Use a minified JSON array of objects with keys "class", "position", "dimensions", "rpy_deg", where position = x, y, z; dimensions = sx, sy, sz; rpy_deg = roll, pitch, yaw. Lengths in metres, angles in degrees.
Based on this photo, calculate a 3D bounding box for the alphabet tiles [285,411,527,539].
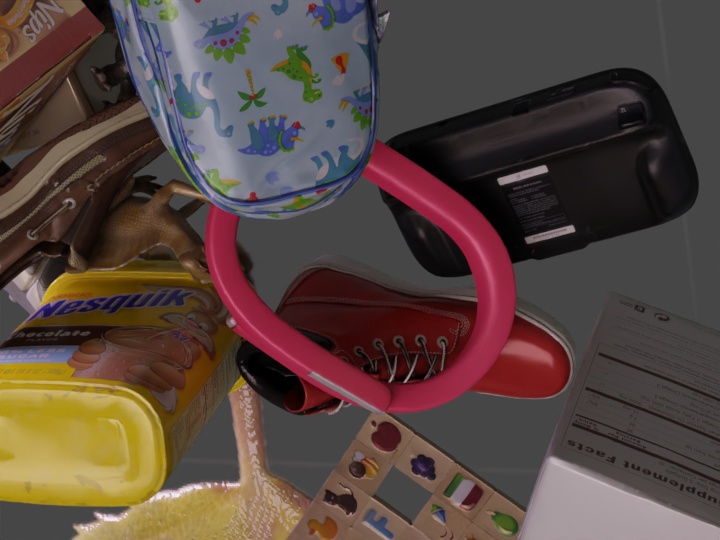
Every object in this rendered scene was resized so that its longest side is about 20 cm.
[{"class":"alphabet tiles","position":[0.035,0.210,1.350],"dimensions":[0.166,0.008,0.201],"rpy_deg":[35,124,3]}]

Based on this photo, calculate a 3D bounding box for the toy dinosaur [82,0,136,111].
[{"class":"toy dinosaur","position":[-0.136,-0.158,1.188],"dimensions":[0.077,0.102,0.201],"rpy_deg":[22,150,58]}]

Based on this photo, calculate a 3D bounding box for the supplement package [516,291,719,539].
[{"class":"supplement package","position":[0.167,0.123,1.129],"dimensions":[0.116,0.200,0.118],"rpy_deg":[21,122,8]}]

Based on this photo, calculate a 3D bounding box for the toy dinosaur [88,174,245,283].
[{"class":"toy dinosaur","position":[-0.156,-0.036,1.202],"dimensions":[0.198,0.102,0.059],"rpy_deg":[5,136,28]}]

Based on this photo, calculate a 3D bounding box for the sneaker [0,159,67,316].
[{"class":"sneaker","position":[-0.241,-0.008,1.330],"dimensions":[0.200,0.075,0.115],"rpy_deg":[47,149,-20]}]

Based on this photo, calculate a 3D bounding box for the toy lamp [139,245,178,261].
[{"class":"toy lamp","position":[-0.129,-0.005,1.282],"dimensions":[0.200,0.058,0.058],"rpy_deg":[40,124,-3]}]

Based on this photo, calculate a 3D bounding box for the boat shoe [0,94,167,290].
[{"class":"boat shoe","position":[-0.184,-0.032,1.158],"dimensions":[0.201,0.075,0.075],"rpy_deg":[-32,85,-7]}]

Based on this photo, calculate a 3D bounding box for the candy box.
[{"class":"candy box","position":[-0.244,-0.087,1.143],"dimensions":[0.055,0.116,0.200],"rpy_deg":[45,138,-4]}]

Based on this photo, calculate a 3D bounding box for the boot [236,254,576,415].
[{"class":"boot","position":[0.029,0.062,1.195],"dimensions":[0.198,0.144,0.073],"rpy_deg":[13,119,15]}]

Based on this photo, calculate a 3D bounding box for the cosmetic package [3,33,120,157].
[{"class":"cosmetic package","position":[-0.236,-0.182,1.226],"dimensions":[0.103,0.073,0.201],"rpy_deg":[-15,110,29]}]

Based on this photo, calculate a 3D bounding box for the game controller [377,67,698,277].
[{"class":"game controller","position":[0.106,-0.056,1.171],"dimensions":[0.198,0.042,0.105],"rpy_deg":[-15,123,29]}]

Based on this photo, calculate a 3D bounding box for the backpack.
[{"class":"backpack","position":[-0.059,-0.129,1.043],"dimensions":[0.161,0.154,0.202],"rpy_deg":[-13,124,-16]}]

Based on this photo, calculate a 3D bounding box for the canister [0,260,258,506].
[{"class":"canister","position":[-0.155,0.066,1.173],"dimensions":[0.147,0.200,0.088],"rpy_deg":[1,110,13]}]

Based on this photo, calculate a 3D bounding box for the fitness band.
[{"class":"fitness band","position":[0.000,0.000,1.138],"dimensions":[0.199,0.144,0.037],"rpy_deg":[33,166,-11]}]
